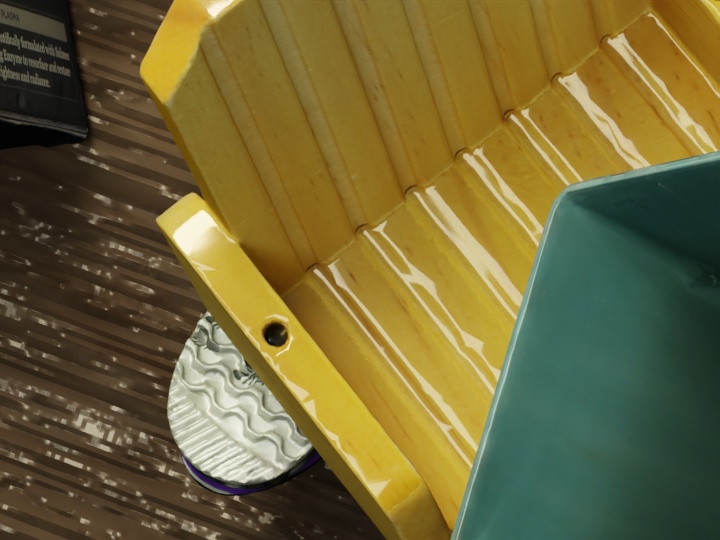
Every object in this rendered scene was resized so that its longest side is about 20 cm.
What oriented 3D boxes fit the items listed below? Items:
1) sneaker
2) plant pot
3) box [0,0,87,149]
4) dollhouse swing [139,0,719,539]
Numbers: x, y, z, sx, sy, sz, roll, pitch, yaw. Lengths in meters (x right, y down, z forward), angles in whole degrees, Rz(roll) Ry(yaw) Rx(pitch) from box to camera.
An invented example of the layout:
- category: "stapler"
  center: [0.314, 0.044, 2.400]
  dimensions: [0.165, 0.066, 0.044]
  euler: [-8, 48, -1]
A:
- category: "sneaker"
  center: [-0.001, 0.000, 1.037]
  dimensions: [0.070, 0.100, 0.200]
  euler: [37, 75, 10]
- category: "plant pot"
  center: [0.155, 0.070, 0.851]
  dimensions: [0.200, 0.141, 0.142]
  euler: [26, 71, -27]
- category: "box"
  center: [-0.224, -0.132, 1.073]
  dimensions: [0.196, 0.117, 0.201]
  euler: [-10, 86, 13]
- category: "dollhouse swing"
  center: [0.053, -0.031, 0.899]
  dimensions: [0.200, 0.176, 0.182]
  euler: [-37, 79, -8]
